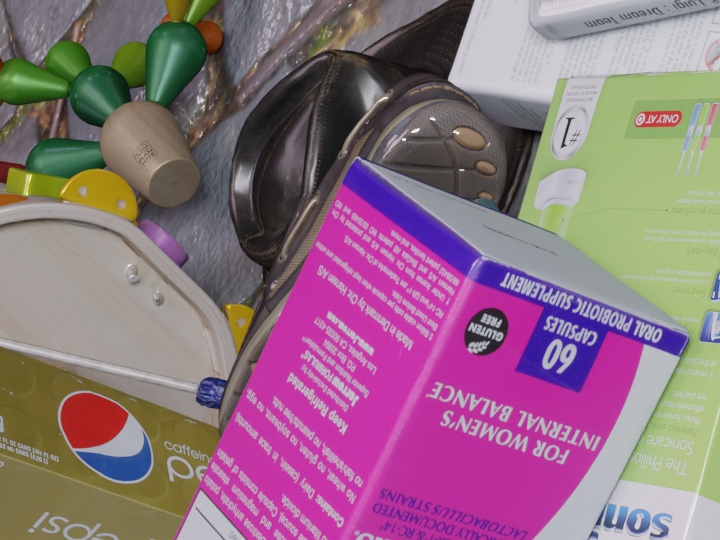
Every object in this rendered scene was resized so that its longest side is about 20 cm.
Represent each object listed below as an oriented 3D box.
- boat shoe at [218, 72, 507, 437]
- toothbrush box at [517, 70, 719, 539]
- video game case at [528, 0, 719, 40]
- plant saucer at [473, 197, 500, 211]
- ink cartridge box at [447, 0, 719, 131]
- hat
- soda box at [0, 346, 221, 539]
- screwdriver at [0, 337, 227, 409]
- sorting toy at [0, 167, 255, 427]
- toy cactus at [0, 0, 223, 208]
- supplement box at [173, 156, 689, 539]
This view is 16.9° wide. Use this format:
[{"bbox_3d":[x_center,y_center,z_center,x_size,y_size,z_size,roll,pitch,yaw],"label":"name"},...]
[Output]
[{"bbox_3d":[0.000,0.000,1.073,0.200,0.074,0.073,-55,23,24],"label":"boat shoe"},{"bbox_3d":[0.121,0.032,0.914,0.145,0.086,0.201,3,72,55],"label":"toothbrush box"},{"bbox_3d":[0.158,-0.204,1.014,0.182,0.024,0.201,-9,66,34],"label":"video game case"},{"bbox_3d":[0.016,0.065,1.000,0.036,0.200,0.200,32,100,14],"label":"plant saucer"},{"bbox_3d":[0.146,-0.133,1.038,0.199,0.057,0.163,13,80,36],"label":"ink cartridge box"},{"bbox_3d":[-0.011,-0.053,1.158,0.200,0.081,0.201,-34,44,40],"label":"hat"},{"bbox_3d":[-0.103,0.102,1.082,0.064,0.200,0.068,-46,38,29],"label":"soda box"},{"bbox_3d":[-0.092,0.052,1.128,0.029,0.199,0.028,-60,-17,-86],"label":"screwdriver"},{"bbox_3d":[-0.144,0.008,1.245,0.107,0.200,0.180,-45,22,-3],"label":"sorting toy"},{"bbox_3d":[-0.136,-0.095,1.335,0.200,0.102,0.165,-37,43,-5],"label":"toy cactus"},{"bbox_3d":[0.014,0.079,0.871,0.103,0.101,0.201,41,108,54],"label":"supplement box"}]
